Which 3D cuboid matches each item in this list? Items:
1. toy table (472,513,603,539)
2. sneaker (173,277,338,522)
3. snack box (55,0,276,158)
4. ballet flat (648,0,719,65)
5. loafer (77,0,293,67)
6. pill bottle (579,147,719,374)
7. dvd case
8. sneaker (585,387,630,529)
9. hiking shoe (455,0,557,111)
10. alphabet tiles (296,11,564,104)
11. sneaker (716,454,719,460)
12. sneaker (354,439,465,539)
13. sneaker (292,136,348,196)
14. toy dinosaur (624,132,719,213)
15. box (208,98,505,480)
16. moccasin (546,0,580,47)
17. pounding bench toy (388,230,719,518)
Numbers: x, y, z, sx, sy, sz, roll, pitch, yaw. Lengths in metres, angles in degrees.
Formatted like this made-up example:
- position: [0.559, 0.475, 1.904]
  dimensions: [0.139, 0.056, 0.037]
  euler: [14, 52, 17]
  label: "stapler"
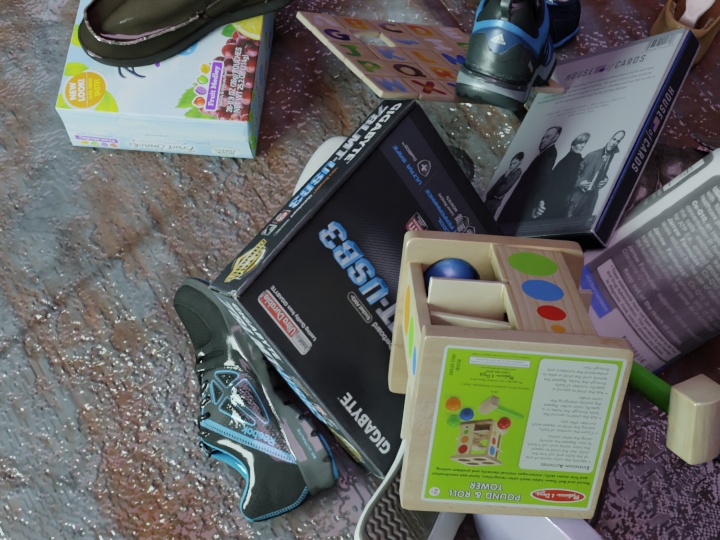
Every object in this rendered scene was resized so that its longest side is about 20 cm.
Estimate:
- position: [0.111, 0.247, 0.716]
  dimensions: [0.117, 0.184, 0.200]
  euler: [-33, 72, -29]
  label: "toy table"
- position: [-0.099, 0.094, 0.834]
  dimensions: [0.081, 0.073, 0.201]
  euler: [-31, 68, -10]
  label: "sneaker"
- position: [-0.164, -0.205, 0.973]
  dimensions: [0.166, 0.068, 0.203]
  euler: [5, 65, 3]
  label: "snack box"
- position: [0.325, -0.265, 0.989]
  dimensions: [0.068, 0.063, 0.201]
  euler: [27, 69, 12]
  label: "ballet flat"
- position: [-0.144, -0.236, 0.910]
  dimensions: [0.198, 0.072, 0.074]
  euler: [-26, 68, -11]
  label: "loafer"
- position: [0.257, -0.018, 0.807]
  dimensions: [0.199, 0.113, 0.115]
  euler: [-36, 65, 22]
  label: "pill bottle"
- position: [0.175, -0.101, 0.886]
  dimensions: [0.025, 0.149, 0.201]
  euler: [42, 66, -27]
  label: "dvd case"
- position: [0.164, 0.121, 0.809]
  dimensions: [0.076, 0.082, 0.202]
  euler: [10, 64, 6]
  label: "sneaker"
- position: [0.129, -0.194, 0.881]
  dimensions: [0.073, 0.088, 0.200]
  euler: [18, 28, 4]
  label: "hiking shoe"
- position: [0.066, -0.175, 0.914]
  dimensions: [0.198, 0.008, 0.167]
  euler: [-2, 32, -29]
  label: "alphabet tiles"
- position: [0.338, 0.107, 0.824]
  dimensions: [0.196, 0.071, 0.084]
  euler: [2, 60, -3]
  label: "sneaker"
- position: [0.057, 0.146, 0.808]
  dimensions: [0.072, 0.085, 0.200]
  euler: [32, 59, 19]
  label: "sneaker"
- position: [-0.034, -0.028, 0.888]
  dimensions: [0.072, 0.071, 0.202]
  euler: [13, 67, 7]
  label: "sneaker"
- position: [0.247, -0.069, 0.908]
  dimensions: [0.197, 0.077, 0.104]
  euler: [-9, 58, 11]
  label: "toy dinosaur"
- position: [0.018, 0.014, 0.813]
  dimensions: [0.199, 0.201, 0.049]
  euler: [-47, 29, -20]
  label: "box"
- position: [0.128, -0.289, 1.002]
  dimensions: [0.199, 0.068, 0.081]
  euler: [38, 72, 17]
  label: "moccasin"
- position: [0.124, 0.062, 0.725]
  dimensions: [0.197, 0.126, 0.157]
  euler: [4, 28, -4]
  label: "pounding bench toy"
